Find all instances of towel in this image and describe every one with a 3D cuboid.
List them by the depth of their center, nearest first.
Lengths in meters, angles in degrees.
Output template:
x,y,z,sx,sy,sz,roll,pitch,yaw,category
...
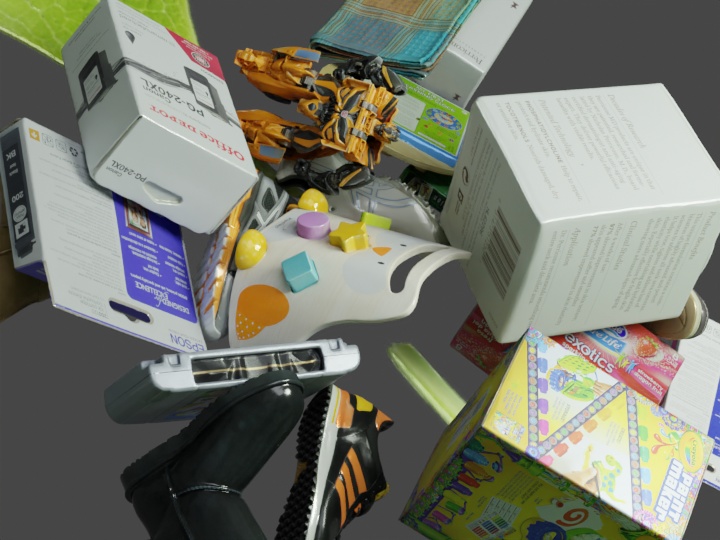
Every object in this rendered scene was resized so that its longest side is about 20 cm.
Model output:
x,y,z,sx,sy,sz,roll,pitch,yaw,category
0.049,-0.285,1.587,0.146,0.022,0.200,15,49,24,towel

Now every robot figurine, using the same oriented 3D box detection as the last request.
x,y,z,sx,sy,sz,roll,pitch,yaw,category
-0.049,-0.155,1.439,0.200,0.058,0.145,16,84,34,robot figurine

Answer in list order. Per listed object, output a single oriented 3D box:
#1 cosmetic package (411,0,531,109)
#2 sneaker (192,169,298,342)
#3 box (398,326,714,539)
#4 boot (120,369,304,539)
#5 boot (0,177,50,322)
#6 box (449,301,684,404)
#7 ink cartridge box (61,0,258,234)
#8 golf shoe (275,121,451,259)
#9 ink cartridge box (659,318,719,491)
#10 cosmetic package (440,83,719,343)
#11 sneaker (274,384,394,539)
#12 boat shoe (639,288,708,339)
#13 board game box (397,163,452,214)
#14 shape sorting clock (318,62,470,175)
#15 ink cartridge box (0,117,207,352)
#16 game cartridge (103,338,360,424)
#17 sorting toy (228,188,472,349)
x,y,z,sx,sy,sz,roll,pitch,yaw,category
0.125,-0.289,1.669,0.101,0.071,0.200,32,53,0,cosmetic package
-0.108,-0.015,1.394,0.077,0.078,0.200,27,54,-17,sneaker
0.170,0.189,1.291,0.192,0.200,0.122,32,51,0,box
-0.102,0.198,1.200,0.198,0.073,0.163,-35,58,10,boot
-0.356,-0.024,1.304,0.200,0.066,0.175,-22,68,-31,boot
0.204,0.081,1.441,0.200,0.096,0.100,37,51,4,box
-0.191,-0.148,1.377,0.145,0.083,0.200,27,28,-39,ink cartridge box
0.001,-0.060,1.481,0.200,0.078,0.097,40,70,14,golf shoe
0.356,0.139,1.503,0.094,0.037,0.200,27,50,-5,ink cartridge box
0.206,-0.055,1.361,0.199,0.168,0.167,-7,49,-19,cosmetic package
-0.015,0.200,1.292,0.090,0.070,0.201,22,55,-18,sneaker
0.300,0.019,1.489,0.065,0.072,0.200,8,12,-26,boat shoe
0.137,-0.056,1.525,0.200,0.023,0.105,37,28,4,board game box
0.043,-0.159,1.536,0.199,0.039,0.200,21,32,-14,shape sorting clock
-0.229,-0.017,1.298,0.198,0.043,0.200,27,38,-49,ink cartridge box
-0.115,0.099,1.274,0.199,0.133,0.041,-4,77,-30,game cartridge
0.000,0.000,1.336,0.180,0.107,0.200,7,30,33,sorting toy
